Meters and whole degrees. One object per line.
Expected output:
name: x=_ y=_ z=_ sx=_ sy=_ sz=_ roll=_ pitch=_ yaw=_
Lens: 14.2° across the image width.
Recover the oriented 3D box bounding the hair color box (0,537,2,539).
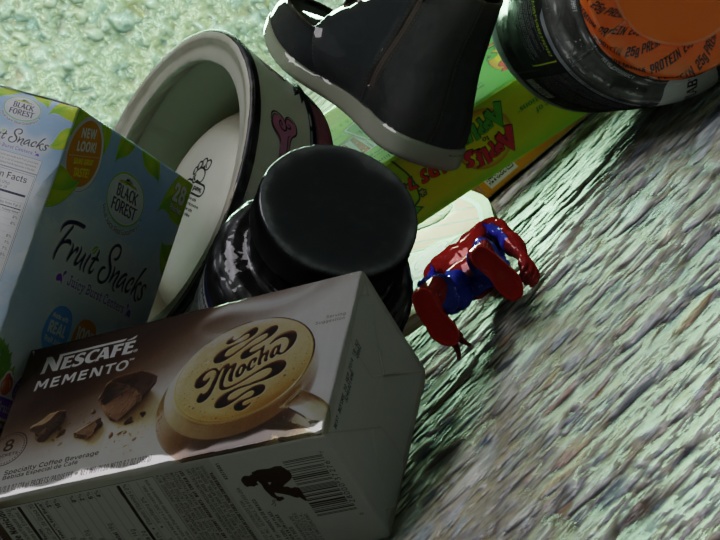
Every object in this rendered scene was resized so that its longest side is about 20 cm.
hair color box: x=-0.156 y=0.149 z=1.654 sx=0.199 sy=0.061 sz=0.102 roll=-32 pitch=35 yaw=-9

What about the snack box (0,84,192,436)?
snack box: x=-0.176 y=0.018 z=1.561 sx=0.169 sy=0.067 sz=0.201 roll=33 pitch=-107 yaw=-69

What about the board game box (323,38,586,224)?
board game box: x=0.045 y=-0.087 z=1.733 sx=0.199 sy=0.048 sz=0.102 roll=-34 pitch=31 yaw=-7

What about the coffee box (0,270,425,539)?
coffee box: x=-0.079 y=0.084 z=1.443 sx=0.199 sy=0.080 sz=0.113 roll=-13 pitch=39 yaw=25

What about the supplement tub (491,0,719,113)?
supplement tub: x=0.146 y=-0.150 z=1.589 sx=0.123 sy=0.122 sz=0.200 roll=-48 pitch=8 yaw=-5

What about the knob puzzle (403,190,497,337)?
knob puzzle: x=0.000 y=0.000 z=1.725 sx=0.219 sy=0.031 sz=0.220 roll=-26 pitch=22 yaw=12

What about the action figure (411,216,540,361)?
action figure: x=0.061 y=0.006 z=1.555 sx=0.065 sy=0.052 sz=0.200 roll=-41 pitch=4 yaw=7

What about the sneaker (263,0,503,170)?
sneaker: x=0.019 y=-0.143 z=1.672 sx=0.200 sy=0.074 sz=0.107 roll=41 pitch=114 yaw=50

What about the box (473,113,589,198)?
box: x=0.117 y=-0.112 z=1.868 sx=0.200 sy=0.041 sz=0.119 roll=-38 pitch=12 yaw=39

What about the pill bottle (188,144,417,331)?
pill bottle: x=-0.035 y=0.028 z=1.541 sx=0.112 sy=0.111 sz=0.200 roll=-54 pitch=-8 yaw=-39

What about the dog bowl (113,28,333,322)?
dog bowl: x=-0.089 y=-0.035 z=1.696 sx=0.200 sy=0.073 sz=0.201 roll=-40 pitch=39 yaw=43
